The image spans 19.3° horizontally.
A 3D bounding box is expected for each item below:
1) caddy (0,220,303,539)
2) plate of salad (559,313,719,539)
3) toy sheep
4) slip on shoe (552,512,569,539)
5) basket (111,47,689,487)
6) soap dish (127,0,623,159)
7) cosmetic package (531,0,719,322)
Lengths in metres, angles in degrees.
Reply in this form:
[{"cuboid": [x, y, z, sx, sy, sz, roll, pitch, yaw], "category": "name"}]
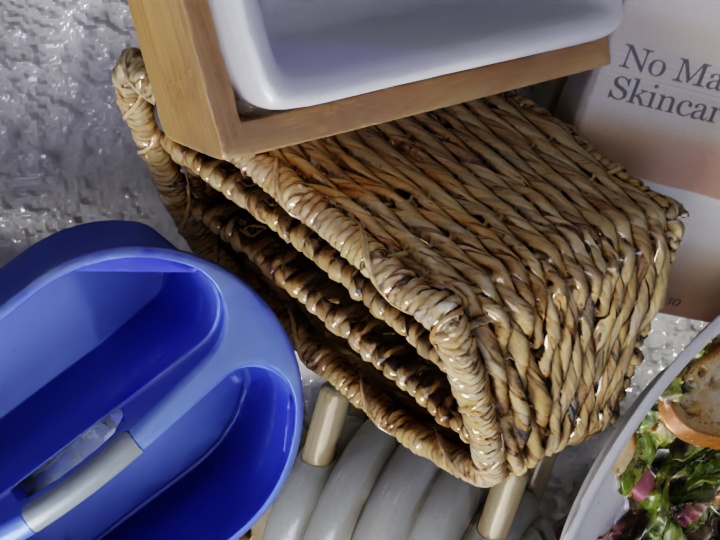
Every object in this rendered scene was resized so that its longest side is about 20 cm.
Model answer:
[{"cuboid": [-0.120, 0.071, 0.874, 0.200, 0.105, 0.142, -37, 111, -2], "category": "caddy"}, {"cuboid": [0.143, 0.099, 0.907, 0.048, 0.200, 0.201, 31, 128, 27], "category": "plate of salad"}, {"cuboid": [0.027, 0.126, 0.988, 0.199, 0.138, 0.139, 24, 126, 20], "category": "toy sheep"}, {"cuboid": [0.146, 0.133, 1.041, 0.200, 0.076, 0.061, -38, 162, 10], "category": "slip on shoe"}, {"cuboid": [0.000, 0.000, 0.842, 0.200, 0.149, 0.143, 38, 130, 28], "category": "basket"}, {"cuboid": [-0.005, -0.131, 0.768, 0.081, 0.199, 0.158, -15, 92, 49], "category": "soap dish"}, {"cuboid": [0.136, -0.088, 0.873, 0.103, 0.087, 0.201, 11, 123, -8], "category": "cosmetic package"}]
